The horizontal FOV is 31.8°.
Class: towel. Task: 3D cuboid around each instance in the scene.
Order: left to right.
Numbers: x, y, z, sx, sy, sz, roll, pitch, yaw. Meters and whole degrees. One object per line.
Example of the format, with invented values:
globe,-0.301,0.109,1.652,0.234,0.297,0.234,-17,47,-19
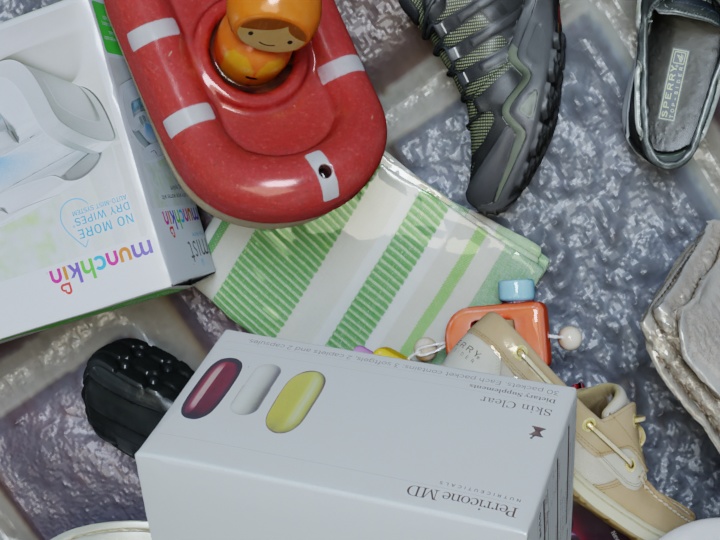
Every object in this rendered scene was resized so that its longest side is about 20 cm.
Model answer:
towel,0.000,0.000,0.806,0.199,0.023,0.153,33,105,-2
towel,0.245,0.073,0.735,0.201,0.133,0.034,51,133,-6

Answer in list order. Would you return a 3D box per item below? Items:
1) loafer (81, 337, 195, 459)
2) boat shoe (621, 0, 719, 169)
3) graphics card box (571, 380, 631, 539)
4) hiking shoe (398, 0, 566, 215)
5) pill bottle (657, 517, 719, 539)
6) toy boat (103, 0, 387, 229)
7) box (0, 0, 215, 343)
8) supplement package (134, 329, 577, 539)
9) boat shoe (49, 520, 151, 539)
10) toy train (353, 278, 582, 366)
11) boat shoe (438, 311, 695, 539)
loafer,-0.096,0.115,0.810,0.199,0.068,0.071,28,122,20
boat shoe,0.187,-0.158,0.720,0.073,0.068,0.202,13,104,4
graphics card box,0.092,0.179,0.818,0.199,0.051,0.126,-33,95,14
hiking shoe,0.071,-0.136,0.747,0.099,0.076,0.203,10,95,14
pill bottle,0.228,0.226,0.733,0.110,0.200,0.112,-13,57,22
toy boat,-0.057,-0.127,0.702,0.129,0.131,0.202,-22,84,-21
box,-0.213,-0.050,0.779,0.197,0.097,0.179,-16,91,11
supplement package,0.004,0.137,0.658,0.197,0.111,0.157,8,124,18
boat shoe,-0.204,0.225,0.861,0.198,0.062,0.075,-30,81,4
toy train,0.056,0.106,0.762,0.148,0.056,0.203,0,89,17
boat shoe,0.129,0.094,0.720,0.199,0.074,0.070,35,86,-24
